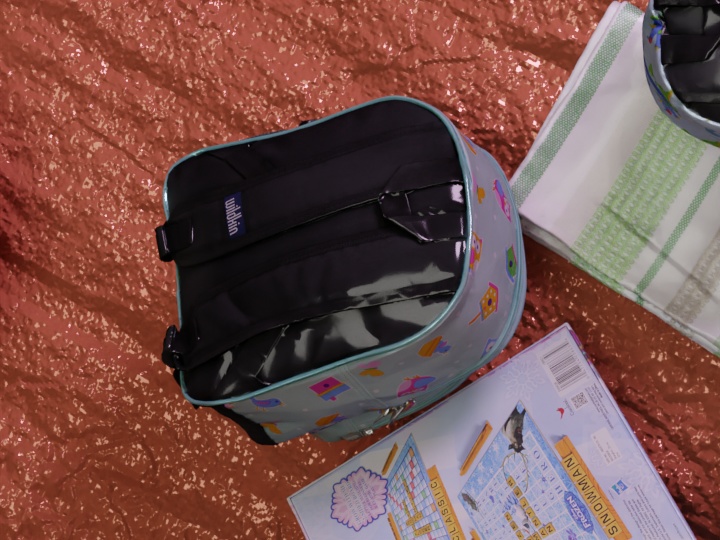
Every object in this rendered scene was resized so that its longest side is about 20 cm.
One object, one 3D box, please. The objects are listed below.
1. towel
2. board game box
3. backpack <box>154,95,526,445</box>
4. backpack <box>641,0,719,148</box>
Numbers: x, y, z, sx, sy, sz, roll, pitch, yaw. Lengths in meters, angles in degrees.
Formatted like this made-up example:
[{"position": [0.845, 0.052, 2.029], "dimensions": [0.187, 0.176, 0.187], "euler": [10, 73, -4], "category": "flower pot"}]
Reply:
[{"position": [0.191, -0.044, 1.185], "dimensions": [0.199, 0.031, 0.150], "euler": [35, 106, 18], "category": "towel"}, {"position": [0.082, 0.163, 1.167], "dimensions": [0.198, 0.041, 0.201], "euler": [-31, 55, 6], "category": "board game box"}, {"position": [0.000, 0.000, 1.188], "dimensions": [0.199, 0.153, 0.177], "euler": [-23, 57, 28], "category": "backpack"}, {"position": [0.249, -0.123, 1.101], "dimensions": [0.198, 0.154, 0.165], "euler": [1, 89, -5], "category": "backpack"}]
